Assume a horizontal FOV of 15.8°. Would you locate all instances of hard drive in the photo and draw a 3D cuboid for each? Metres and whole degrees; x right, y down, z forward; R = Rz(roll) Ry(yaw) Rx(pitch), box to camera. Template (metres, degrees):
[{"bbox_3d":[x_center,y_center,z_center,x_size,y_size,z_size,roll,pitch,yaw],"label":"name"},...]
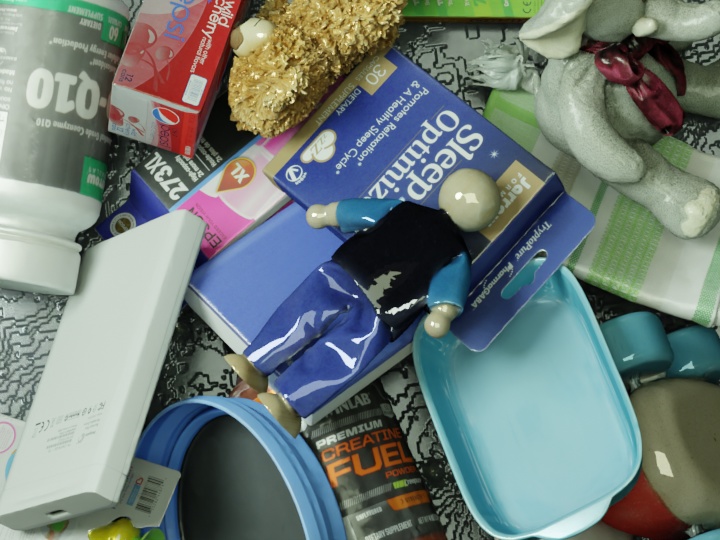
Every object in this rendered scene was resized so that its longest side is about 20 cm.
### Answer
[{"bbox_3d":[0.000,0.000,1.710,0.200,0.025,0.132,-35,64,-25],"label":"hard drive"},{"bbox_3d":[-0.169,0.066,1.690,0.027,0.132,0.201,29,62,-27],"label":"hard drive"}]

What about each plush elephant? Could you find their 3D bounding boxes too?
[{"bbox_3d":[0.177,-0.151,1.706,0.199,0.155,0.165,23,50,8],"label":"plush elephant"}]

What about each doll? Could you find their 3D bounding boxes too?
[{"bbox_3d":[0.006,0.007,1.621,0.200,0.048,0.137,-42,55,-1],"label":"doll"}]

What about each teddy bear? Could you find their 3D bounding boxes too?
[{"bbox_3d":[-0.016,-0.174,1.713,0.199,0.145,0.067,-35,119,-4],"label":"teddy bear"}]

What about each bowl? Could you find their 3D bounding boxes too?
[{"bbox_3d":[-0.079,0.179,1.690,0.039,0.200,0.202,-12,83,-40],"label":"bowl"}]

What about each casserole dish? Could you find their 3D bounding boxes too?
[{"bbox_3d":[0.108,0.085,1.632,0.121,0.039,0.201,-27,58,10],"label":"casserole dish"}]

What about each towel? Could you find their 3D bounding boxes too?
[{"bbox_3d":[0.166,-0.051,1.740,0.199,0.031,0.150,22,47,3],"label":"towel"}]

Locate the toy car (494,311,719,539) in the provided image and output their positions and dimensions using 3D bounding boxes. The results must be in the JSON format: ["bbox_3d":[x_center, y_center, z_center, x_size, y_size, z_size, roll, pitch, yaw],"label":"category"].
[{"bbox_3d":[0.164,0.156,1.719,0.199,0.177,0.185,-30,70,26],"label":"toy car"}]

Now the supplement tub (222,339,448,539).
[{"bbox_3d":[-0.023,0.120,1.721,0.106,0.107,0.201,-24,79,-2],"label":"supplement tub"}]

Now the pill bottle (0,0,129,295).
[{"bbox_3d":[-0.223,-0.090,1.744,0.112,0.113,0.202,8,85,1],"label":"pill bottle"}]

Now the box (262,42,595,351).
[{"bbox_3d":[0.044,-0.050,1.679,0.121,0.032,0.200,-47,61,-5],"label":"box"}]

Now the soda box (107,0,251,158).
[{"bbox_3d":[-0.108,-0.181,1.743,0.063,0.070,0.201,18,64,1],"label":"soda box"}]

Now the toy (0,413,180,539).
[{"bbox_3d":[-0.214,0.167,1.736,0.199,0.047,0.116,14,75,31],"label":"toy"}]

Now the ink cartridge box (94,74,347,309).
[{"bbox_3d":[-0.084,-0.067,1.767,0.200,0.037,0.095,-41,64,-2],"label":"ink cartridge box"}]

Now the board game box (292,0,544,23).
[{"bbox_3d":[0.053,-0.220,1.799,0.198,0.030,0.096,1,84,-2],"label":"board game box"}]
